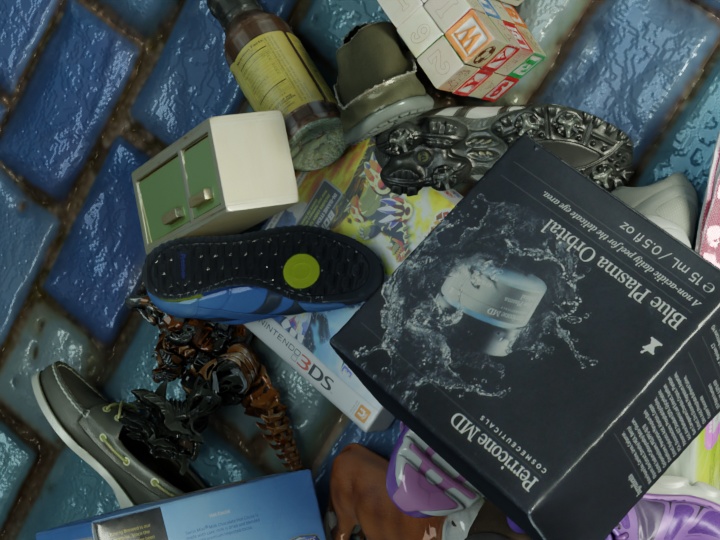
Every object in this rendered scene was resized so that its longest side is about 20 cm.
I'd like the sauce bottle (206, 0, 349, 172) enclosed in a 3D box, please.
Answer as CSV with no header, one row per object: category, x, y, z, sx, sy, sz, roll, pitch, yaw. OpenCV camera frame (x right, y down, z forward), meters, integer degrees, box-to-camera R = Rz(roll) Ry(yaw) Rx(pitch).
sauce bottle,-0.072,-0.167,1.367,0.065,0.065,0.200,-45,51,20

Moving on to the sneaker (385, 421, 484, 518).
sneaker,0.064,0.120,1.269,0.088,0.200,0.081,-30,107,40

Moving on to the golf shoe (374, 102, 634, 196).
golf shoe,0.111,-0.100,1.292,0.199,0.095,0.078,4,108,1

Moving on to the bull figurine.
bull figurine,0.038,0.207,1.307,0.200,0.065,0.122,26,108,53

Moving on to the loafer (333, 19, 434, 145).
loafer,0.006,-0.149,1.273,0.075,0.200,0.070,-25,105,2

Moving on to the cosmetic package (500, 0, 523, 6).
cosmetic package,0.154,-0.294,1.249,0.200,0.103,0.073,-40,73,21

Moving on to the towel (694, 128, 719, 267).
towel,0.340,-0.032,1.161,0.199,0.030,0.147,11,96,5

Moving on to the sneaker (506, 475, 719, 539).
sneaker,0.188,0.188,1.153,0.199,0.084,0.081,17,124,-2

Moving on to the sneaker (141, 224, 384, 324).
sneaker,-0.075,0.009,1.353,0.199,0.078,0.066,-2,67,12

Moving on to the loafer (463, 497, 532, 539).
loafer,0.147,0.226,1.231,0.073,0.200,0.071,-8,50,33

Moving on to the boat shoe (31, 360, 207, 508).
boat shoe,-0.208,0.151,1.459,0.202,0.072,0.060,48,108,12

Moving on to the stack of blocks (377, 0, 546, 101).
stack of blocks,0.050,-0.232,1.297,0.059,0.115,0.200,-39,73,22

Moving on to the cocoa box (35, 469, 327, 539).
cocoa box,-0.137,0.246,1.331,0.133,0.199,0.132,-22,80,57

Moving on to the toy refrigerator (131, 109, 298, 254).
toy refrigerator,-0.125,-0.068,1.354,0.200,0.070,0.076,-20,80,63

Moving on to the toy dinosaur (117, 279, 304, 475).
toy dinosaur,-0.127,0.092,1.400,0.200,0.136,0.102,34,150,24

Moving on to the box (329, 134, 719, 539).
box,0.124,0.052,1.100,0.200,0.117,0.197,-47,56,-6

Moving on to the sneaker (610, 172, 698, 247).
sneaker,0.179,-0.015,1.265,0.200,0.092,0.076,-18,122,44

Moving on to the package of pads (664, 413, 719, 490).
package of pads,0.191,0.111,1.222,0.154,0.068,0.201,12,120,27

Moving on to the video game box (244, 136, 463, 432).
video game box,0.000,0.000,1.364,0.182,0.047,0.200,38,107,20
